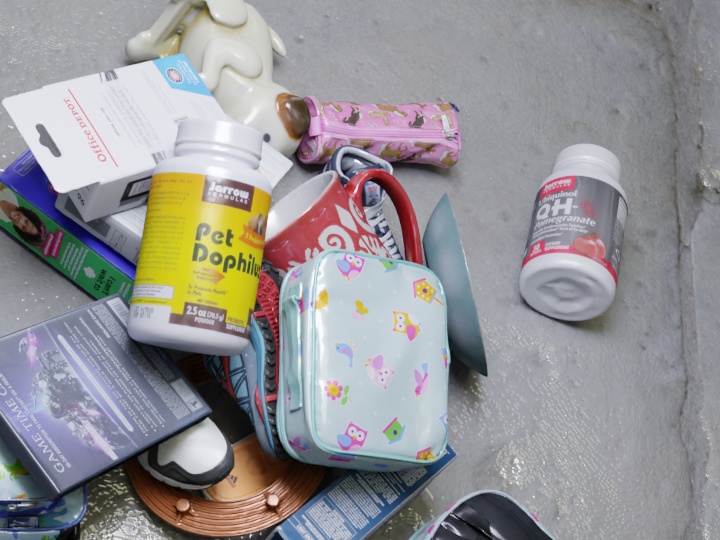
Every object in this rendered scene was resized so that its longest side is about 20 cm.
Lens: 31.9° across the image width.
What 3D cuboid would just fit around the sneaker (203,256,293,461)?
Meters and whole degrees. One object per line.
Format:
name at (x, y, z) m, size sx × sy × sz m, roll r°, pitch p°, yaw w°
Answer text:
sneaker at (-0.101, 0.089, 1.199) m, size 0.079 × 0.095 × 0.200 m, roll 4°, pitch 66°, yaw -49°

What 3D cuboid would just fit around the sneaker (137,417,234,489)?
sneaker at (-0.198, 0.125, 1.162) m, size 0.200 × 0.080 × 0.074 m, roll 36°, pitch 62°, yaw 19°

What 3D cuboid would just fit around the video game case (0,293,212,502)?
video game case at (-0.231, 0.101, 1.069) m, size 0.143 × 0.019 × 0.200 m, roll 50°, pitch 33°, yaw 10°

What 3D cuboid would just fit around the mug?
mug at (-0.001, 0.004, 1.279) m, size 0.177 × 0.133 × 0.200 m, roll -37°, pitch 104°, yaw 3°

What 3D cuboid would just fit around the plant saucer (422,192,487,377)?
plant saucer at (0.095, 0.019, 1.337) m, size 0.039 × 0.201 × 0.201 m, roll -12°, pitch 62°, yaw 2°

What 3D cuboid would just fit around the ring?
ring at (-0.127, 0.157, 1.199) m, size 0.200 × 0.019 × 0.201 m, roll 1°, pitch 57°, yaw -1°

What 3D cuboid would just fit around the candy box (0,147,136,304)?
candy box at (-0.246, -0.065, 1.287) m, size 0.200 × 0.077 × 0.169 m, roll 36°, pitch 52°, yaw 1°

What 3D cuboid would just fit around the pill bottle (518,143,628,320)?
pill bottle at (0.256, -0.050, 1.483) m, size 0.111 × 0.111 × 0.200 m, roll 24°, pitch 54°, yaw -9°

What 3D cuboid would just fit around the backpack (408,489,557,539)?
backpack at (0.123, 0.314, 1.174) m, size 0.200 × 0.151 × 0.178 m, roll 48°, pitch 51°, yaw 0°

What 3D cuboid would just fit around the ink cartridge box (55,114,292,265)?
ink cartridge box at (-0.182, -0.086, 1.259) m, size 0.160 × 0.047 × 0.200 m, roll 35°, pitch 47°, yaw -1°

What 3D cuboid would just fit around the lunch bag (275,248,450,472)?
lunch bag at (-0.001, 0.081, 1.157) m, size 0.160 × 0.077 × 0.200 m, roll 9°, pitch 70°, yaw -27°

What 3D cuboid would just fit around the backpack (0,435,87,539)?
backpack at (-0.341, 0.153, 1.068) m, size 0.200 × 0.147 × 0.183 m, roll -1°, pitch 58°, yaw -21°

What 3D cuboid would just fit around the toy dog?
toy dog at (-0.142, -0.201, 1.399) m, size 0.194 × 0.140 × 0.200 m, roll 0°, pitch 56°, yaw -56°

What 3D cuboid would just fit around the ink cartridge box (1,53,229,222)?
ink cartridge box at (-0.229, -0.123, 1.184) m, size 0.200 × 0.068 × 0.116 m, roll -22°, pitch 69°, yaw -37°

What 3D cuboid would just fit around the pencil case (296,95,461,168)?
pencil case at (0.019, -0.160, 1.457) m, size 0.200 × 0.087 × 0.083 m, roll -1°, pitch 54°, yaw -25°

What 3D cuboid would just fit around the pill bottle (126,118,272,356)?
pill bottle at (-0.139, -0.029, 1.121) m, size 0.109 × 0.109 × 0.200 m, roll 11°, pitch 81°, yaw -18°

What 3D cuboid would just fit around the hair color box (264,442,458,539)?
hair color box at (-0.006, 0.227, 1.201) m, size 0.200 × 0.100 × 0.061 m, roll -33°, pitch 76°, yaw -36°

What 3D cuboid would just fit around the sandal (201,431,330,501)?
sandal at (-0.063, 0.168, 1.237) m, size 0.207 × 0.059 × 0.079 m, roll -30°, pitch 76°, yaw -35°

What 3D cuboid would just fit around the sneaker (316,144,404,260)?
sneaker at (0.013, -0.044, 1.369) m, size 0.070 × 0.109 × 0.200 m, roll -21°, pitch 69°, yaw -33°
